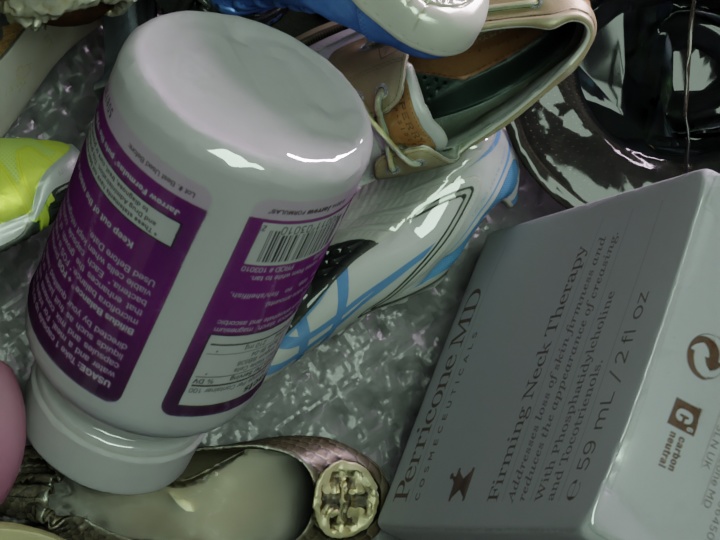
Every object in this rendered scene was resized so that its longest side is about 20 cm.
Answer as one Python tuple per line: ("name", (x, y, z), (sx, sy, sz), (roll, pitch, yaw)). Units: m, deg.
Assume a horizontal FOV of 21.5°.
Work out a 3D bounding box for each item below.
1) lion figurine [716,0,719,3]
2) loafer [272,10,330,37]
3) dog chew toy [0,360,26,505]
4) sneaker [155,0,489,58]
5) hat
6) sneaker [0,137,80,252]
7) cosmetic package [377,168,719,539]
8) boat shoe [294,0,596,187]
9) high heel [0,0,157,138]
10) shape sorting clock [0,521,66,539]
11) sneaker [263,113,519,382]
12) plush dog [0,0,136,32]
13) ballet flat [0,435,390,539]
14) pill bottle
("lion figurine", (0.248, -0.200, 1.031), (0.199, 0.072, 0.123), (15, 64, -28))
("loafer", (-0.030, -0.134, 0.932), (0.072, 0.063, 0.200), (46, 72, -5))
("dog chew toy", (-0.232, 0.107, 0.808), (0.124, 0.124, 0.201), (35, 81, -9))
("sneaker", (-0.029, -0.131, 0.836), (0.076, 0.112, 0.200), (-22, 56, -42))
("hat", (0.158, -0.108, 0.970), (0.199, 0.081, 0.202), (-1, 94, -8))
("sneaker", (-0.220, -0.041, 0.824), (0.198, 0.075, 0.077), (-7, 110, -3))
("cosmetic package", (0.142, 0.077, 0.869), (0.166, 0.200, 0.168), (28, 73, -19))
("boat shoe", (0.016, -0.082, 0.878), (0.199, 0.068, 0.075), (-33, 119, 2))
("high heel", (-0.191, -0.122, 0.900), (0.198, 0.072, 0.143), (-7, 54, -1))
("shape sorting clock", (-0.183, 0.196, 0.803), (0.199, 0.039, 0.201), (-18, 126, -27))
("sneaker", (0.000, 0.000, 0.921), (0.200, 0.072, 0.073), (-40, 126, -11))
("plush dog", (-0.194, -0.194, 0.839), (0.198, 0.172, 0.162), (-4, 110, -6))
("ballet flat", (-0.078, 0.107, 0.888), (0.198, 0.046, 0.068), (5, 81, -16))
("pill bottle", (-0.079, -0.001, 0.812), (0.111, 0.201, 0.113), (18, 35, -14))
